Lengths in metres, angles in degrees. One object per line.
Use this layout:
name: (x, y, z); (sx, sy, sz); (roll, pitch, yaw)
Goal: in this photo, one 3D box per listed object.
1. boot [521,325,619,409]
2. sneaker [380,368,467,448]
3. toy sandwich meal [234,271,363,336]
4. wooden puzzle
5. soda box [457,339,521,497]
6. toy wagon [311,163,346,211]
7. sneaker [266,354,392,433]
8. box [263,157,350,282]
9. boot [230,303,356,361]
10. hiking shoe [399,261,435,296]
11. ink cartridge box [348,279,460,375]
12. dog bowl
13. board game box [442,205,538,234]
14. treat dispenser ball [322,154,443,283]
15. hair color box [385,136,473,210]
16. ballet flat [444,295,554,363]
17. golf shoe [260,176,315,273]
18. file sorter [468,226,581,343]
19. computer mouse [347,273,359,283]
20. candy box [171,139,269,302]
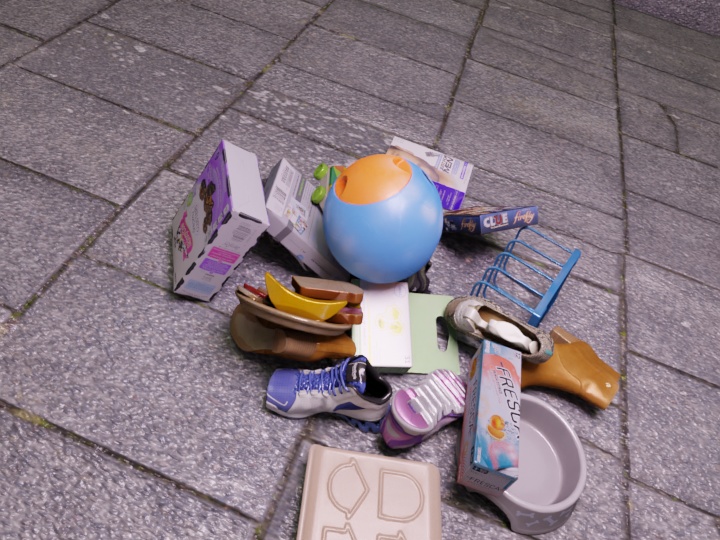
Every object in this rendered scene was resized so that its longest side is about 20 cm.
boot: (0.341, 0.178, 0.882); (0.198, 0.072, 0.143); (-25, 55, -39)
sneaker: (0.098, 0.214, 0.808); (0.197, 0.090, 0.081); (-5, 46, -47)
toy sandwich meal: (-0.086, 0.039, 0.794); (0.199, 0.072, 0.205); (17, 2, -1)
wooden puzzle: (0.013, 0.338, 0.700); (0.194, 0.047, 0.189); (13, 48, -8)
soda box: (0.185, 0.203, 0.758); (0.062, 0.069, 0.203); (18, 47, 0)
toy wagon: (-0.025, -0.110, 1.005); (0.154, 0.039, 0.204); (36, 35, -31)
sneaker: (-0.036, 0.166, 0.787); (0.193, 0.117, 0.082); (12, 46, -3)
box: (-0.092, -0.086, 0.963); (0.199, 0.041, 0.158); (40, 34, -26)
boot: (-0.109, 0.105, 0.854); (0.142, 0.073, 0.198); (15, -2, -41)
hiking shoe: (0.085, -0.027, 1.023); (0.099, 0.076, 0.203); (27, 36, -31)
ink cartridge box: (0.076, 0.096, 0.895); (0.193, 0.048, 0.150); (3, 66, -9)
dog bowl: (0.243, 0.276, 0.797); (0.193, 0.059, 0.204); (6, 49, -7)
board game box: (0.232, -0.101, 1.055); (0.132, 0.036, 0.199); (-11, 10, -22)
treat dispenser ball: (0.036, -0.083, 0.868); (0.194, 0.204, 0.205); (7, 47, -7)
hair color box: (0.146, -0.217, 1.201); (0.195, 0.066, 0.111); (20, 48, 6)
ballet flat: (0.210, 0.086, 0.852); (0.197, 0.069, 0.075); (25, 1, 35)
golf shoe: (-0.143, -0.073, 1.008); (0.203, 0.094, 0.077); (59, 28, 7)
file sorter: (0.284, 0.039, 0.963); (0.121, 0.141, 0.200); (31, 49, 20)
computer mouse: (0.000, 0.000, 1.003); (0.057, 0.035, 0.203); (13, 40, -13)
candy box: (-0.240, -0.080, 0.892); (0.070, 0.200, 0.171); (18, 39, -38)
